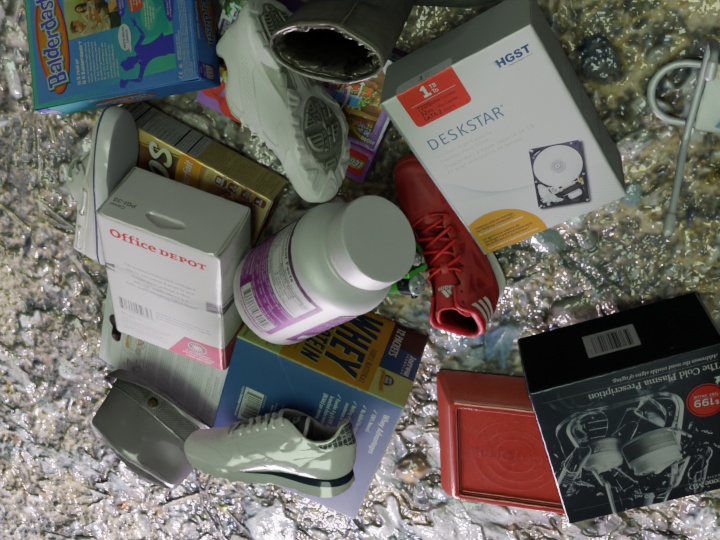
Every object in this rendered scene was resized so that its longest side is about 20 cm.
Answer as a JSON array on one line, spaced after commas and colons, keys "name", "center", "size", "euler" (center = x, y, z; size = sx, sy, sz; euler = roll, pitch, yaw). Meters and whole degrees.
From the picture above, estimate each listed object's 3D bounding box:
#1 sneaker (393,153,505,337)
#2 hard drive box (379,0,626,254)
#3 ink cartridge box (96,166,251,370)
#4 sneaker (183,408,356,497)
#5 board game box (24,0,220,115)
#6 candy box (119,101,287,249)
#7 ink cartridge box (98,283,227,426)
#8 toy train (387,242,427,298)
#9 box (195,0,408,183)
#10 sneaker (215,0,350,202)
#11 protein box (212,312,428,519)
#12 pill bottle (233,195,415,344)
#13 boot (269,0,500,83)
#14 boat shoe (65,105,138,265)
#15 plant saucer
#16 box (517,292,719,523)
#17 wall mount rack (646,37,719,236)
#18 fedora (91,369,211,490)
[{"name": "sneaker", "center": [0.091, -0.019, 0.933], "size": [0.078, 0.116, 0.201], "euler": [-25, 112, 28]}, {"name": "hard drive box", "center": [0.136, -0.133, 0.849], "size": [0.155, 0.077, 0.200], "euler": [-24, 122, 27]}, {"name": "ink cartridge box", "center": [-0.198, 0.002, 0.993], "size": [0.145, 0.083, 0.201], "euler": [20, 140, 10]}, {"name": "sneaker", "center": [-0.100, 0.189, 0.995], "size": [0.198, 0.076, 0.081], "euler": [4, 111, 11]}, {"name": "board game box", "center": [-0.242, -0.247, 0.902], "size": [0.198, 0.045, 0.154], "euler": [-5, 91, 20]}, {"name": "candy box", "center": [-0.195, -0.094, 1.014], "size": [0.199, 0.055, 0.116], "euler": [28, 126, -1]}, {"name": "ink cartridge box", "center": [-0.240, 0.096, 1.165], "size": [0.199, 0.057, 0.164], "euler": [32, 127, 17]}, {"name": "toy train", "center": [0.000, 0.000, 0.968], "size": [0.199, 0.042, 0.057], "euler": [3, 114, 53]}, {"name": "box", "center": [-0.058, -0.194, 0.918], "size": [0.199, 0.039, 0.137], "euler": [26, 124, 0]}, {"name": "sneaker", "center": [-0.079, -0.154, 0.871], "size": [0.099, 0.078, 0.202], "euler": [-24, 84, 44]}, {"name": "protein box", "center": [-0.053, 0.150, 1.073], "size": [0.198, 0.135, 0.200], "euler": [22, 125, 3]}, {"name": "pill bottle", "center": [-0.036, -0.001, 0.882], "size": [0.112, 0.113, 0.199], "euler": [46, 144, -13]}, {"name": "boot", "center": [0.036, -0.227, 0.768], "size": [0.180, 0.200, 0.073], "euler": [2, 122, 16]}, {"name": "boat shoe", "center": [-0.286, -0.093, 0.973], "size": [0.069, 0.071, 0.201], "euler": [19, 132, 5]}, {"name": "plant saucer", "center": [0.190, 0.220, 1.101], "size": [0.198, 0.037, 0.202], "euler": [4, 123, 15]}, {"name": "box", "center": [0.289, 0.148, 0.957], "size": [0.198, 0.104, 0.183], "euler": [-17, 116, 11]}, {"name": "wall mount rack", "center": [0.355, -0.113, 0.815], "size": [0.198, 0.075, 0.175], "euler": [11, 124, 12]}, {"name": "fedora", "center": [-0.271, 0.218, 1.172], "size": [0.199, 0.091, 0.177], "euler": [36, 156, 0]}]
